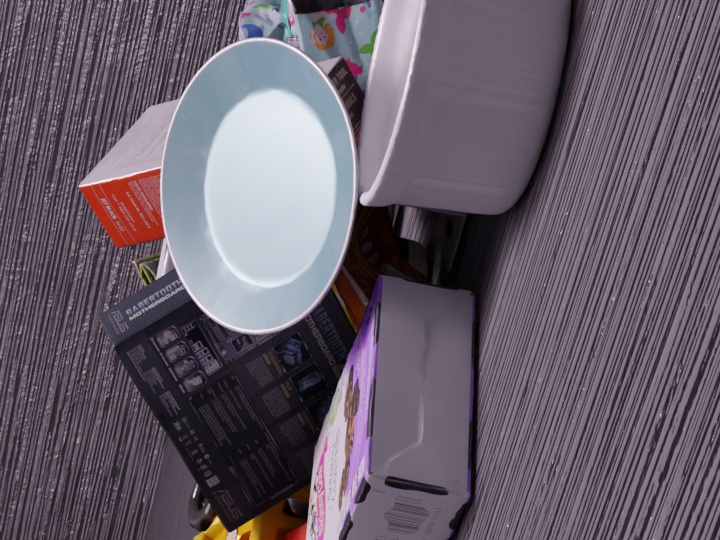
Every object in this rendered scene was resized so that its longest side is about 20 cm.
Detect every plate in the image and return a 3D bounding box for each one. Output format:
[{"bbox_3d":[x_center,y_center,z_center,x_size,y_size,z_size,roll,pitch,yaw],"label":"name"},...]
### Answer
[{"bbox_3d":[-0.064,-0.057,1.524,0.200,0.026,0.201,1,91,45],"label":"plate"}]

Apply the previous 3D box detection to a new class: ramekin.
[{"bbox_3d":[0.066,-0.131,1.445,0.200,0.097,0.202,-168,90,-82],"label":"ramekin"}]

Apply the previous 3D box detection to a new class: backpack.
[{"bbox_3d":[-0.013,-0.145,1.762,0.178,0.150,0.201,-84,-24,-73],"label":"backpack"}]

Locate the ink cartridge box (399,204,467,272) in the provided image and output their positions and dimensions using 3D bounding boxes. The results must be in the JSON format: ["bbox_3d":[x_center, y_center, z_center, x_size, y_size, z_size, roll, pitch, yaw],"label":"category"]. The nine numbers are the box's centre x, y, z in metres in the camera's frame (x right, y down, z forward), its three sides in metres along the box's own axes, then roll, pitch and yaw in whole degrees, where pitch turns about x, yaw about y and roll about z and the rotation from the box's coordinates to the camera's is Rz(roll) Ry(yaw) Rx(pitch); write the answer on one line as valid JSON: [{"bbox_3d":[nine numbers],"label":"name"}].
[{"bbox_3d":[0.052,-0.112,1.616,0.115,0.067,0.201,-101,23,-74],"label":"ink cartridge box"}]

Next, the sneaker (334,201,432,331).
[{"bbox_3d":[0.000,0.000,1.636,0.077,0.073,0.200,94,159,-45],"label":"sneaker"}]

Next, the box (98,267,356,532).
[{"bbox_3d":[-0.077,0.074,1.640,0.200,0.157,0.051,61,176,-35],"label":"box"}]

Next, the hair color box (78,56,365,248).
[{"bbox_3d":[-0.098,-0.085,1.654,0.199,0.064,0.111,-11,30,40],"label":"hair color box"}]

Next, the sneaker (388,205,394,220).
[{"bbox_3d":[0.000,-0.004,1.897,0.082,0.070,0.201,-140,56,-63],"label":"sneaker"}]

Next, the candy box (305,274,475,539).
[{"bbox_3d":[0.017,0.133,1.513,0.200,0.071,0.168,110,168,-47],"label":"candy box"}]

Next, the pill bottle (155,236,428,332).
[{"bbox_3d":[-0.056,0.014,1.729,0.112,0.199,0.113,-168,90,-82],"label":"pill bottle"}]

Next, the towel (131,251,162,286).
[{"bbox_3d":[-0.079,0.055,1.791,0.200,0.143,0.023,57,137,15],"label":"towel"}]

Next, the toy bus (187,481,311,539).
[{"bbox_3d":[-0.050,0.215,1.732,0.192,0.135,0.201,-41,35,56],"label":"toy bus"}]
